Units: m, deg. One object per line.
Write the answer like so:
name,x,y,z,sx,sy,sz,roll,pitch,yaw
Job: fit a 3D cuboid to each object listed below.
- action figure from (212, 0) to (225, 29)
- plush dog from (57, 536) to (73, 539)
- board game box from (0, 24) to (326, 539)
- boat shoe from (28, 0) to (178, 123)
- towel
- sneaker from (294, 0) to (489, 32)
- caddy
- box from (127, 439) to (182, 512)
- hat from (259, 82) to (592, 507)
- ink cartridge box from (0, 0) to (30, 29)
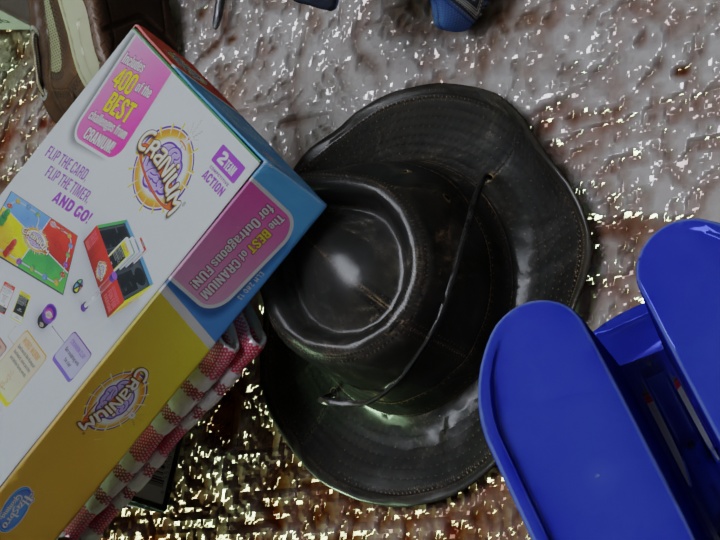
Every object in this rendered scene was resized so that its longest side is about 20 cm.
action figure,-0.051,-0.214,1.403,0.119,0.102,0.200,34,138,22
plush dog,-0.134,0.206,1.261,0.172,0.200,0.160,-43,0,-10
board game box,-0.119,0.007,1.297,0.200,0.040,0.153,-50,37,6
boat shoe,-0.143,-0.165,1.494,0.075,0.075,0.203,-28,56,41
towel,-0.118,0.054,1.349,0.200,0.030,0.147,-50,37,25
sneaker,-0.025,-0.158,1.306,0.077,0.200,0.085,-84,14,-71
caddy,0.130,0.081,1.110,0.141,0.105,0.200,-29,52,6
box,-0.154,0.037,1.450,0.200,0.036,0.143,2,76,46
hat,0.000,0.000,1.281,0.200,0.081,0.201,-19,62,40
ink cartridge box,-0.212,-0.192,1.574,0.116,0.067,0.201,4,76,45
